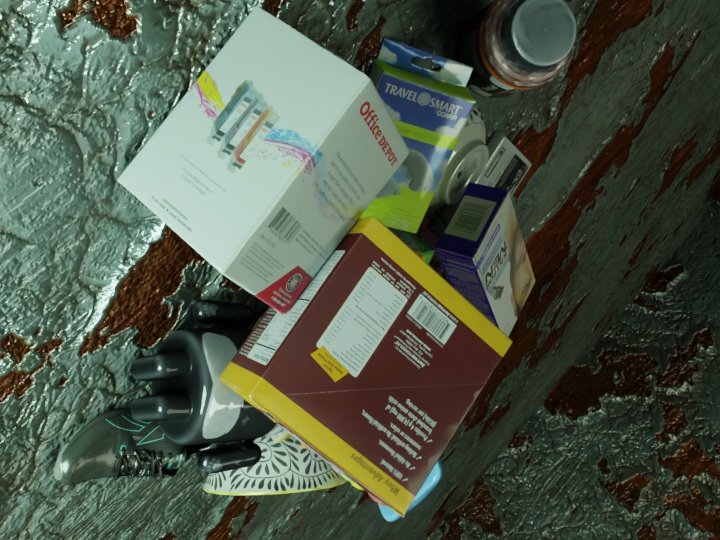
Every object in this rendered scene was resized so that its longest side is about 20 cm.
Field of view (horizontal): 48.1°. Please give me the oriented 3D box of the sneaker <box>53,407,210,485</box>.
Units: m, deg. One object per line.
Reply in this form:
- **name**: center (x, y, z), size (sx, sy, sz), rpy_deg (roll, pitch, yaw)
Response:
- **sneaker**: center (-0.242, 0.193, 0.899), size (0.199, 0.079, 0.076), rpy_deg (-18, 139, -49)

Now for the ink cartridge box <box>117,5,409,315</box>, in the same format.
- **ink cartridge box**: center (-0.079, -0.095, 0.726), size (0.201, 0.144, 0.145), rpy_deg (-51, 156, -4)

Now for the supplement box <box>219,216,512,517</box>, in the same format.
- **supplement box**: center (0.004, 0.090, 0.805), size (0.201, 0.197, 0.132), rpy_deg (-54, -162, -13)

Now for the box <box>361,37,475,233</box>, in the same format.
- **box**: center (0.047, -0.149, 0.929), size (0.120, 0.048, 0.202), rpy_deg (11, 120, -21)

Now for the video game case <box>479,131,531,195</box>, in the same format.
- **video game case**: center (0.200, -0.117, 1.338), size (0.202, 0.023, 0.181), rpy_deg (-58, 155, 8)

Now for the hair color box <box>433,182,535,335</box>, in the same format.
- **hair color box**: center (0.171, -0.007, 1.077), size (0.110, 0.064, 0.201), rpy_deg (-59, 146, -22)

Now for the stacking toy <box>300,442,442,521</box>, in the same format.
- **stacking toy**: center (-0.003, 0.231, 1.029), size (0.198, 0.111, 0.116), rpy_deg (27, 116, -37)

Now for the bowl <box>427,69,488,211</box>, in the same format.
- **bowl**: center (0.104, -0.146, 1.045), size (0.200, 0.094, 0.202), rpy_deg (-40, 153, -25)

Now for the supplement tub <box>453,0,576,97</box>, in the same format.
- **supplement tub**: center (0.174, -0.255, 0.911), size (0.108, 0.106, 0.200), rpy_deg (-54, -171, 3)

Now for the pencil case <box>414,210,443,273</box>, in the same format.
- **pencil case**: center (0.088, -0.020, 1.191), size (0.199, 0.086, 0.083), rpy_deg (-39, 159, -23)

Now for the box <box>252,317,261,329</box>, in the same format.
- **box**: center (-0.076, 0.113, 1.089), size (0.050, 0.075, 0.199), rpy_deg (-53, 157, 7)

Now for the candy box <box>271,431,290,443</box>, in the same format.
- **candy box**: center (-0.024, 0.136, 0.988), size (0.116, 0.057, 0.200), rpy_deg (-14, 161, -46)

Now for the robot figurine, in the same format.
- **robot figurine**: center (-0.152, 0.126, 0.891), size (0.198, 0.125, 0.152), rpy_deg (4, 117, -43)

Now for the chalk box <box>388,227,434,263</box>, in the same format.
- **chalk box**: center (0.000, 0.000, 1.014), size (0.199, 0.123, 0.126), rpy_deg (-15, 135, -52)

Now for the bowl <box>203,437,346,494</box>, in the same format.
- **bowl**: center (-0.115, 0.242, 1.100), size (0.200, 0.197, 0.096), rpy_deg (12, 74, -63)

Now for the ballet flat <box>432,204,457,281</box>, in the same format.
- **ballet flat**: center (0.147, -0.009, 1.138), size (0.062, 0.069, 0.202), rpy_deg (-25, 131, -14)
